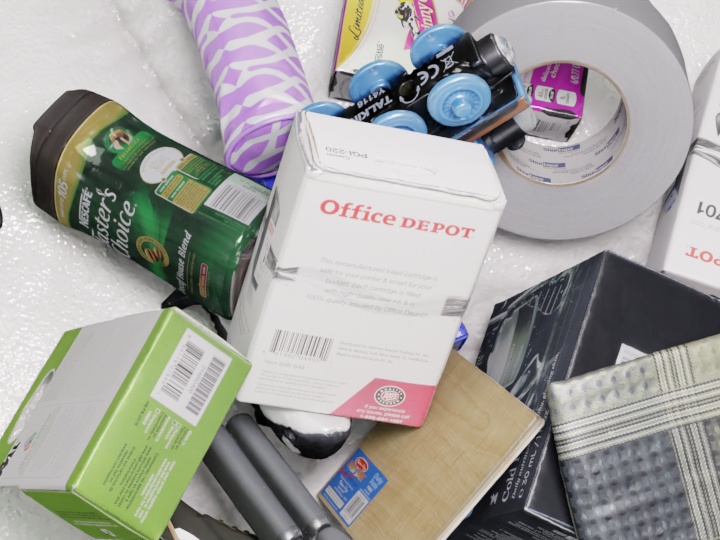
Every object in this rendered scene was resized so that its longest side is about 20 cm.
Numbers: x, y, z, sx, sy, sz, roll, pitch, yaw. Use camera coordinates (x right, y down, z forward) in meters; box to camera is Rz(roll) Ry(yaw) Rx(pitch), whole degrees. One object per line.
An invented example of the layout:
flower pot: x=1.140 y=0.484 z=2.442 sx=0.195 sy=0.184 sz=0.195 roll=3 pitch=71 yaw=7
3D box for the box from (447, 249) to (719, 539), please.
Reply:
box: x=0.157 y=0.114 z=1.561 sx=0.124 sy=0.197 sz=0.200 roll=24 pitch=70 yaw=-12

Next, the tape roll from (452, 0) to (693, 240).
tape roll: x=0.151 y=-0.125 z=1.648 sx=0.200 sy=0.201 sz=0.066 roll=11 pitch=29 yaw=-4

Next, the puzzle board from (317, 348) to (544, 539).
puzzle board: x=0.048 y=0.137 z=1.542 sx=0.017 sy=0.200 sz=0.151 roll=40 pitch=89 yaw=-20

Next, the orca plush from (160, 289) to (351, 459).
orca plush: x=-0.080 y=0.085 z=1.618 sx=0.200 sy=0.071 sz=0.105 roll=37 pitch=34 yaw=26

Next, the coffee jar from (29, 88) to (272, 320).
coffee jar: x=-0.154 y=-0.052 z=1.617 sx=0.200 sy=0.104 sz=0.085 roll=29 pitch=56 yaw=16

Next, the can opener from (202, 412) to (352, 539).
can opener: x=-0.043 y=0.176 z=1.550 sx=0.053 sy=0.067 sz=0.200 roll=-16 pitch=52 yaw=-40

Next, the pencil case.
pencil case: x=-0.093 y=-0.164 z=1.664 sx=0.085 sy=0.084 sz=0.200 roll=-34 pitch=55 yaw=21

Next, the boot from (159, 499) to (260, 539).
boot: x=-0.089 y=0.202 z=1.590 sx=0.138 sy=0.077 sz=0.200 roll=-23 pitch=68 yaw=-33

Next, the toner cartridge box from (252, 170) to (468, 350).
toner cartridge box: x=-0.003 y=-0.014 z=1.671 sx=0.095 sy=0.043 sz=0.200 roll=-22 pitch=77 yaw=-14

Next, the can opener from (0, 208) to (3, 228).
can opener: x=-0.331 y=-0.090 z=1.649 sx=0.079 sy=0.063 sz=0.200 roll=-36 pitch=68 yaw=11

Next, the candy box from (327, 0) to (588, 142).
candy box: x=0.083 y=-0.191 z=1.729 sx=0.200 sy=0.061 sz=0.137 roll=10 pitch=72 yaw=-4

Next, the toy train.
toy train: x=0.038 y=-0.096 z=1.581 sx=0.200 sy=0.114 sz=0.087 roll=-32 pitch=44 yaw=15

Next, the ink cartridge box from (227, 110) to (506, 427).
ink cartridge box: x=0.000 y=0.000 z=1.528 sx=0.145 sy=0.200 sz=0.085 roll=10 pitch=33 yaw=-16

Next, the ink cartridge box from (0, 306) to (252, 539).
ink cartridge box: x=-0.181 y=0.111 z=1.549 sx=0.076 sy=0.200 sz=0.148 roll=36 pitch=69 yaw=-22

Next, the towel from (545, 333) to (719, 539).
towel: x=0.233 y=0.142 z=1.451 sx=0.200 sy=0.035 sz=0.193 roll=-14 pitch=88 yaw=-13

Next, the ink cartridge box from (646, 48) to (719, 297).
ink cartridge box: x=0.318 y=-0.054 z=1.704 sx=0.146 sy=0.086 sz=0.200 roll=18 pitch=70 yaw=-1
